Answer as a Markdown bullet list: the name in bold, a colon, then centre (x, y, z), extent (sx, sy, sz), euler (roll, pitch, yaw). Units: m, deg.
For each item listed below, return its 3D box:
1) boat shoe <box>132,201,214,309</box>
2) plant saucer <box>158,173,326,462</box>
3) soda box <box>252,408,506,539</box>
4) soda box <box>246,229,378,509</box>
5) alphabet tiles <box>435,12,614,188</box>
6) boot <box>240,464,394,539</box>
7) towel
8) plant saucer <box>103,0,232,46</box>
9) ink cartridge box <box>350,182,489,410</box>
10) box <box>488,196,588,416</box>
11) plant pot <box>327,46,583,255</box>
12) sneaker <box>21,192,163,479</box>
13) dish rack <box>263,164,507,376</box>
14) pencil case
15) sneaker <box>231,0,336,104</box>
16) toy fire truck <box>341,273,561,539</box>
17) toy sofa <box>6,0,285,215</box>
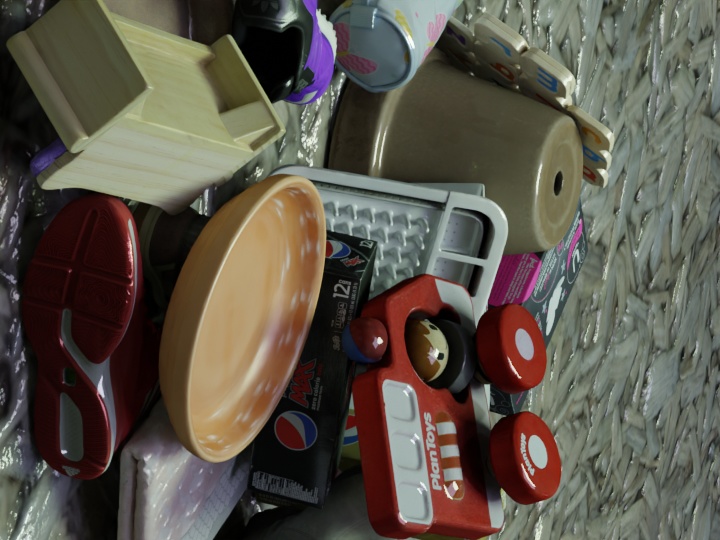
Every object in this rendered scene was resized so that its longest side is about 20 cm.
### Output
- **boat shoe**: centre (-0.109, -0.001, 1.517), extent (0.072, 0.066, 0.201), euler (-62, 163, -8)
- **plant saucer**: centre (-0.082, 0.029, 1.459), extent (0.201, 0.037, 0.201), euler (90, 26, -44)
- **soda box**: centre (0.014, 0.160, 1.723), extent (0.064, 0.198, 0.068), euler (-50, 143, -51)
- **soda box**: centre (-0.037, 0.072, 1.617), extent (0.071, 0.063, 0.202), euler (-66, 168, -62)
- **alphabet tiles**: centre (0.139, -0.151, 1.870), extent (0.015, 0.195, 0.200), euler (-49, 165, -14)
- **boot**: centre (-0.041, 0.229, 1.657), extent (0.068, 0.199, 0.131), euler (50, 40, -15)
- **towel**: centre (-0.119, 0.139, 1.572), extent (0.200, 0.032, 0.192), euler (-55, 158, -49)
- **plant saucer**: centre (-0.147, -0.152, 1.445), extent (0.200, 0.034, 0.202), euler (10, 90, -67)
- **ink cartridge box**: centre (0.030, 0.036, 1.762), extent (0.083, 0.144, 0.202), euler (-76, 165, -62)
- **box**: centre (0.112, 0.013, 1.967), extent (0.115, 0.131, 0.201), euler (75, 35, -50)
- **plant pot**: centre (0.089, -0.088, 1.827), extent (0.200, 0.173, 0.202), euler (-34, 129, -57)
- **sneaker**: centre (-0.169, 0.028, 1.442), extent (0.116, 0.078, 0.202), euler (-51, 156, -62)
- **dish rack**: centre (0.000, 0.000, 1.655), extent (0.044, 0.198, 0.173), euler (-108, -150, -59)
- **pencil case**: centre (0.045, -0.235, 1.777), extent (0.091, 0.083, 0.201), euler (99, 18, -49)
- **sneaker**: centre (-0.062, -0.155, 1.544), extent (0.201, 0.069, 0.100), euler (83, 18, -64)
- **toy fire truck**: centre (0.052, 0.098, 1.571), extent (0.167, 0.111, 0.202), euler (17, 61, -52)
- **toy sofa**: centre (-0.139, -0.103, 1.345), extent (0.083, 0.097, 0.200), euler (59, 18, 16)
